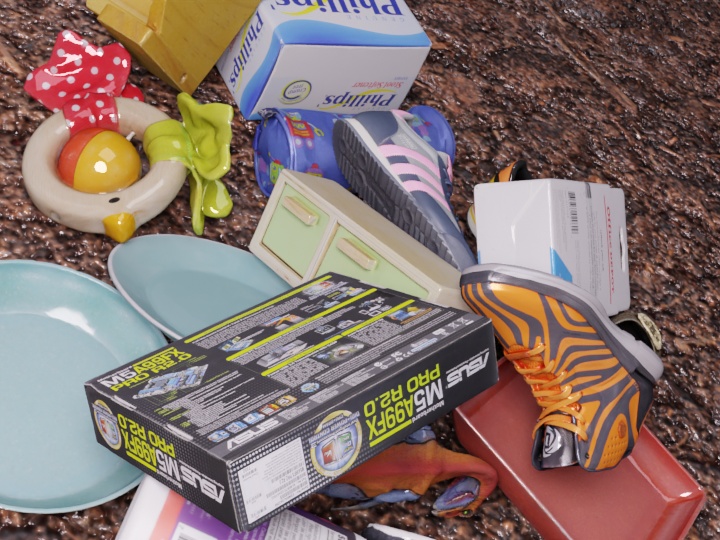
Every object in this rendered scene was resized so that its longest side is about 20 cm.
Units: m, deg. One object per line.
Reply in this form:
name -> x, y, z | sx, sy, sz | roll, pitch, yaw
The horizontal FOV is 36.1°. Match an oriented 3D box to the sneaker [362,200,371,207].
sneaker -> 0.042, 0.025, 0.934 | 0.080, 0.077, 0.201 | -19, 59, -24

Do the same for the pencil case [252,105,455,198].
pencil case -> -0.009, -0.112, 1.019 | 0.198, 0.079, 0.087 | -7, 44, -35

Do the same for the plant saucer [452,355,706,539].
plant saucer -> 0.171, 0.153, 0.881 | 0.200, 0.037, 0.199 | 48, 34, 11

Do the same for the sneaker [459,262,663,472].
sneaker -> 0.139, 0.079, 0.787 | 0.199, 0.077, 0.113 | 32, 68, -27

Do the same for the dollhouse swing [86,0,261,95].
dollhouse swing -> -0.168, -0.292, 0.964 | 0.175, 0.201, 0.182 | 36, -2, 13

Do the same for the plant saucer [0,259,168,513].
plant saucer -> -0.220, 0.081, 0.744 | 0.198, 0.036, 0.201 | 17, 43, -17

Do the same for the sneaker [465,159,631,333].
sneaker -> 0.187, -0.016, 1.036 | 0.200, 0.090, 0.070 | 47, 44, 16

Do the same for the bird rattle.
bird rattle -> -0.196, -0.103, 0.876 | 0.199, 0.113, 0.164 | 30, 53, 9

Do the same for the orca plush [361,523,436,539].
orca plush -> 0.083, 0.240, 0.759 | 0.199, 0.105, 0.072 | 29, 67, -29

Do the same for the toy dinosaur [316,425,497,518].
toy dinosaur -> 0.019, 0.143, 0.752 | 0.179, 0.106, 0.200 | 17, 15, -12

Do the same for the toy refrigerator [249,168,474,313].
toy refrigerator -> 0.000, 0.000, 0.861 | 0.070, 0.077, 0.200 | 9, 22, -46

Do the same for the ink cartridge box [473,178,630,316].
ink cartridge box -> 0.169, -0.015, 0.942 | 0.199, 0.067, 0.118 | -3, 90, -60

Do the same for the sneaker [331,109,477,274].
sneaker -> 0.056, -0.062, 0.910 | 0.081, 0.070, 0.201 | -19, 61, -26

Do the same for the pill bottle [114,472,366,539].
pill bottle -> -0.056, 0.198, 0.674 | 0.198, 0.112, 0.112 | 26, 42, -7

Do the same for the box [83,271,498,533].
box -> -0.040, 0.067, 0.665 | 0.199, 0.045, 0.159 | -25, 25, -36

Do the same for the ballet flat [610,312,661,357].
ballet flat -> 0.220, 0.076, 0.941 | 0.068, 0.046, 0.199 | 53, 36, 11

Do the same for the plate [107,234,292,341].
plate -> -0.097, 0.030, 0.835 | 0.198, 0.026, 0.201 | 21, 21, -8

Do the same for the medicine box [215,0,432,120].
medicine box -> -0.059, -0.254, 1.104 | 0.181, 0.103, 0.201 | -7, 54, -35
